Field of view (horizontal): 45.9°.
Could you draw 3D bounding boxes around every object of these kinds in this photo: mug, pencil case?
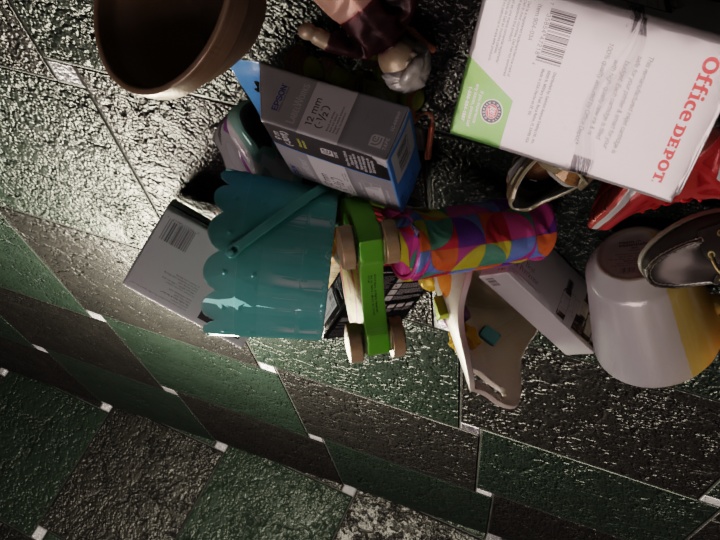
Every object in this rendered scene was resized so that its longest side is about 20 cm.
[{"bbox_3d":[0.343,0.020,0.982,0.149,0.187,0.153,45,169,49],"label":"mug"},{"bbox_3d":[0.125,-0.041,0.970,0.200,0.088,0.088,-7,167,-25],"label":"pencil case"}]

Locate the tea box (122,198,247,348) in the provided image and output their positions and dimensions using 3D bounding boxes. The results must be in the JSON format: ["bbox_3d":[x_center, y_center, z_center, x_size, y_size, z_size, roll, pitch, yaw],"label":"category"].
[{"bbox_3d":[-0.239,-0.001,1.314,0.200,0.134,0.197,31,-178,-14],"label":"tea box"}]

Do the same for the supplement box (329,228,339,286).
[{"bbox_3d":[-0.039,-0.006,1.289,0.126,0.074,0.200,6,151,34],"label":"supplement box"}]

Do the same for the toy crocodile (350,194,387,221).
[{"bbox_3d":[0.014,-0.073,1.118,0.067,0.062,0.200,19,155,-2],"label":"toy crocodile"}]

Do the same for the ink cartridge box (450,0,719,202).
[{"bbox_3d":[0.192,-0.162,0.705,0.200,0.084,0.146,19,130,9],"label":"ink cartridge box"}]

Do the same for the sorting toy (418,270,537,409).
[{"bbox_3d":[0.158,0.085,1.113,0.107,0.180,0.200,-26,142,28],"label":"sorting toy"}]

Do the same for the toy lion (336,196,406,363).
[{"bbox_3d":[0.000,0.000,0.993,0.069,0.192,0.200,-9,122,-7],"label":"toy lion"}]

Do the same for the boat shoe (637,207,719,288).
[{"bbox_3d":[0.372,-0.024,0.829,0.201,0.061,0.072,-22,118,25],"label":"boat shoe"}]

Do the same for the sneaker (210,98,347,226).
[{"bbox_3d":[-0.113,-0.129,1.107,0.200,0.078,0.140,50,151,-19],"label":"sneaker"}]

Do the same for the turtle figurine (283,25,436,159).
[{"bbox_3d":[0.004,-0.184,0.905,0.161,0.064,0.200,13,154,21],"label":"turtle figurine"}]

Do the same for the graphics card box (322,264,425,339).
[{"bbox_3d":[0.028,0.020,1.178,0.125,0.051,0.200,-4,146,-29],"label":"graphics card box"}]

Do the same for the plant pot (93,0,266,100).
[{"bbox_3d":[-0.154,-0.254,0.797,0.201,0.201,0.093,2,179,38],"label":"plant pot"}]

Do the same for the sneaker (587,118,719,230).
[{"bbox_3d":[0.314,-0.076,0.842,0.115,0.078,0.200,25,157,-1],"label":"sneaker"}]

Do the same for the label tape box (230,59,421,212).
[{"bbox_3d":[-0.044,-0.139,0.877,0.200,0.066,0.143,18,168,13],"label":"label tape box"}]

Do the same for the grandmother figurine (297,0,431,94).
[{"bbox_3d":[0.002,-0.243,0.772,0.121,0.061,0.200,-27,123,24],"label":"grandmother figurine"}]

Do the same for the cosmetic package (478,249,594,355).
[{"bbox_3d":[0.242,0.025,1.103,0.200,0.083,0.051,38,149,-31],"label":"cosmetic package"}]

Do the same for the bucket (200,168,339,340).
[{"bbox_3d":[-0.100,-0.015,0.981,0.135,0.207,0.207,6,155,-3],"label":"bucket"}]

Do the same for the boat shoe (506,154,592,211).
[{"bbox_3d":[0.217,-0.114,0.857,0.075,0.068,0.200,28,155,-11],"label":"boat shoe"}]
